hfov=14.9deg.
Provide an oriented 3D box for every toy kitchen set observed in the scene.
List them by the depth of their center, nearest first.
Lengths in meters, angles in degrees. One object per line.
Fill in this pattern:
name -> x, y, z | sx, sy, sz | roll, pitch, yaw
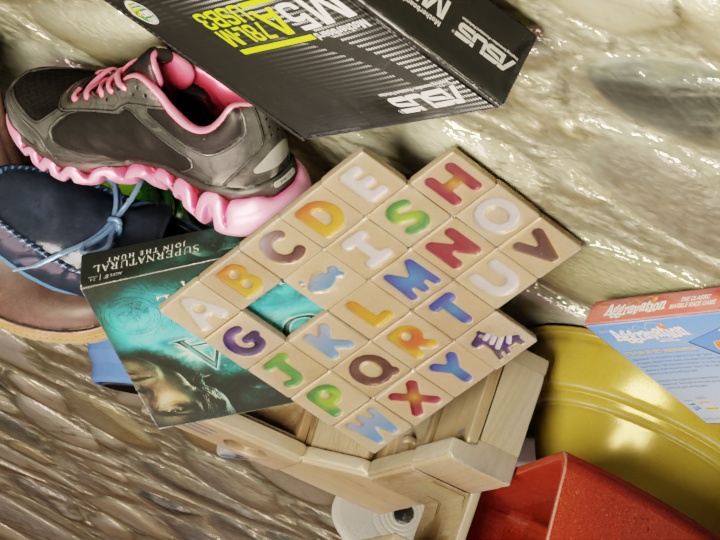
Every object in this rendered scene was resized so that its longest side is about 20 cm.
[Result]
toy kitchen set -> -0.023, 0.110, 1.649 | 0.180, 0.164, 0.200 | 25, 161, -17

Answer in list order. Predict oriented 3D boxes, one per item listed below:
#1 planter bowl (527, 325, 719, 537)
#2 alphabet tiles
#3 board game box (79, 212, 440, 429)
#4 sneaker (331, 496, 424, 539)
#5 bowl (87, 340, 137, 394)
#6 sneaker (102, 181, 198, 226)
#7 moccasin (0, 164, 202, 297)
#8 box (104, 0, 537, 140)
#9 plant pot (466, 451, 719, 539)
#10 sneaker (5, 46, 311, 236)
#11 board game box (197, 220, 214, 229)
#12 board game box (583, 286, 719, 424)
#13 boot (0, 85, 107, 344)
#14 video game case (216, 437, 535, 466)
planter bowl -> 0.169, 0.118, 1.658 | 0.200, 0.084, 0.201 | 24, 164, 8
alphabet tiles -> 0.016, 0.013, 1.506 | 0.167, 0.008, 0.200 | 35, 126, -27
board game box -> -0.042, 0.023, 1.551 | 0.199, 0.028, 0.136 | -12, 137, 11
sneaker -> 0.069, 0.235, 2.172 | 0.199, 0.073, 0.112 | 23, 161, 9
bowl -> -0.087, 0.070, 1.855 | 0.199, 0.040, 0.201 | 7, 174, 1
sneaker -> -0.139, -0.022, 1.721 | 0.200, 0.074, 0.083 | 39, 163, -34
moccasin -> -0.125, -0.017, 1.584 | 0.199, 0.081, 0.068 | 19, 158, -21
box -> -0.045, -0.135, 1.293 | 0.193, 0.048, 0.200 | 37, 161, -23
plant pot -> 0.142, 0.236, 1.598 | 0.175, 0.201, 0.200 | 18, 165, -13
sneaker -> -0.117, -0.091, 1.522 | 0.199, 0.079, 0.096 | 17, 139, 28
board game box -> 0.000, 0.000, 1.646 | 0.157, 0.039, 0.200 | 11, 160, 27
board game box -> 0.213, 0.045, 1.468 | 0.103, 0.020, 0.200 | 37, 160, -22
boot -> -0.219, -0.057, 1.632 | 0.199, 0.072, 0.167 | 29, 138, 26
video game case -> 0.016, 0.122, 1.876 | 0.199, 0.022, 0.182 | 8, 170, -14
